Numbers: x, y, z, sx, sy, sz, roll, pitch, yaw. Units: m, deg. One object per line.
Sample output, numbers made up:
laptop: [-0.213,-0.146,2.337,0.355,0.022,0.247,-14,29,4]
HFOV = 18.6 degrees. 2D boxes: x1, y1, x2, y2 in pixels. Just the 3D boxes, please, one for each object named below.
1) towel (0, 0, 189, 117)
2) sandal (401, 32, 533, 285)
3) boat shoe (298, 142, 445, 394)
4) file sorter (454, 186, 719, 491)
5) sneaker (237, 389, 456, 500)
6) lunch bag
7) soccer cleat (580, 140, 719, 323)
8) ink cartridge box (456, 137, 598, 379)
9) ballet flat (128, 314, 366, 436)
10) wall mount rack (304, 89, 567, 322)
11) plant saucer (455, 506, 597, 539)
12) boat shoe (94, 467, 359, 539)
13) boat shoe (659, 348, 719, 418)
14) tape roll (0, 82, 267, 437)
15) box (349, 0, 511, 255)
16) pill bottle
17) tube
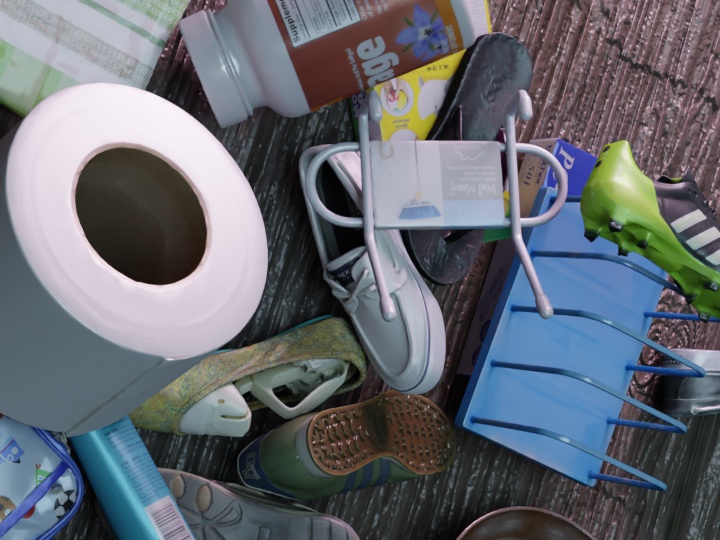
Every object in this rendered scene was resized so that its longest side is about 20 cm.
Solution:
towel: [-0.202,-0.199,1.582,0.149,0.031,0.201,30,79,-23]
sandal: [0.084,-0.087,1.668,0.075,0.048,0.201,21,80,-27]
boat shoe: [0.000,0.000,1.638,0.065,0.073,0.201,-2,65,-54]
file sorter: [0.190,0.054,1.687,0.139,0.123,0.201,26,78,-30]
sneaker: [-0.015,0.135,1.659,0.200,0.090,0.067,1,72,-57]
lunch bag: [-0.290,0.162,1.509,0.200,0.075,0.160,-44,111,-19]
soccer cleat: [0.244,-0.023,1.611,0.200,0.067,0.081,33,62,-27]
ink cartridge box: [0.152,0.004,1.759,0.094,0.044,0.201,22,80,-28]
ballet flat: [-0.081,0.087,1.617,0.199,0.071,0.071,-18,99,-29]
wall mount rack: [0.064,-0.042,1.589,0.199,0.075,0.174,-1,77,-12]
plant saucer: [0.134,0.283,1.696,0.200,0.034,0.201,16,59,-27]
boat shoe: [-0.099,0.192,1.613,0.199,0.073,0.075,19,88,-5]
boat shoe: [0.341,0.103,1.843,0.199,0.074,0.068,3,85,-28]
tape roll: [-0.181,-0.008,1.486,0.202,0.139,0.203,20,54,-30]
box: [0.054,-0.115,1.705,0.117,0.048,0.201,-10,93,-28]
pill bottle: [-0.025,-0.179,1.597,0.199,0.112,0.113,-22,102,0]
tube: [-0.175,0.127,1.545,0.050,0.077,0.200,-28,86,10]
